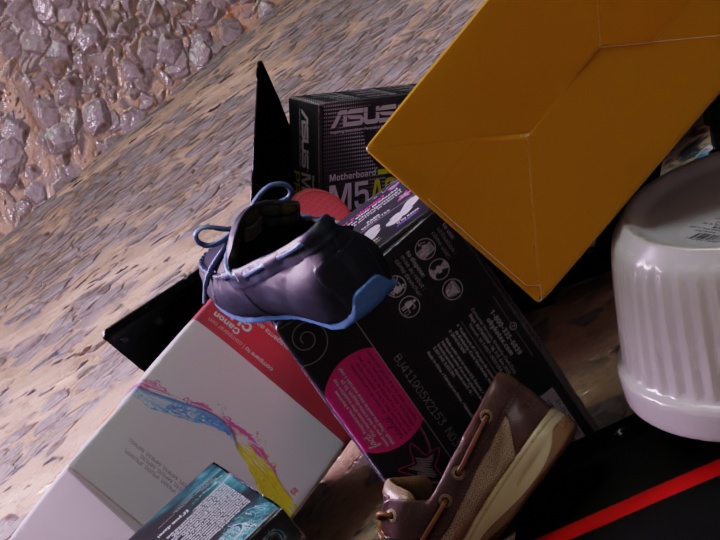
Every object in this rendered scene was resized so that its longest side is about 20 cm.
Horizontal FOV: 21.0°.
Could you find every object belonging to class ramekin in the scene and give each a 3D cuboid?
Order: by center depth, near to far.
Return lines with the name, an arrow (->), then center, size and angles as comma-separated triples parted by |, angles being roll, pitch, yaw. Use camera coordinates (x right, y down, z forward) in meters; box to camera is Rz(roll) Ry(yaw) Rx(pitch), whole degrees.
ramekin -> 0.233, 0.002, 1.082 | 0.198, 0.106, 0.200 | -14, 21, 5

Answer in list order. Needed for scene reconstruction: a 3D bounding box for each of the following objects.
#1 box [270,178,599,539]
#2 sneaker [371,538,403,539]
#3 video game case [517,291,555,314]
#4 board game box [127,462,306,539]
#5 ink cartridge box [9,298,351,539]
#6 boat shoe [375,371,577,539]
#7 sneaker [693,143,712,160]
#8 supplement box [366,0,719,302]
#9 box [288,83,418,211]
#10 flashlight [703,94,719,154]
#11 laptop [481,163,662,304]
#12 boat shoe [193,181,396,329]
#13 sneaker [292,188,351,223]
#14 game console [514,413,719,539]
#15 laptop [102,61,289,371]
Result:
box -> 0.043, 0.061, 1.230 | 0.132, 0.201, 0.115 | -36, 17, -3
sneaker -> 0.011, 0.180, 1.047 | 0.199, 0.086, 0.081 | -16, 35, 40
video game case -> 0.030, 0.046, 1.477 | 0.199, 0.019, 0.142 | -17, 5, -32
board game box -> -0.133, 0.201, 1.146 | 0.200, 0.028, 0.135 | -42, 19, -12
ink cartridge box -> -0.118, 0.145, 1.362 | 0.200, 0.144, 0.145 | -51, 2, -39
boat shoe -> 0.042, 0.147, 1.143 | 0.201, 0.072, 0.072 | -53, -7, 13
sneaker -> 0.236, -0.021, 1.288 | 0.090, 0.079, 0.200 | -37, 16, 6
supplement box -> 0.127, -0.108, 1.162 | 0.198, 0.133, 0.200 | -50, -4, 11
box -> 0.036, -0.062, 1.516 | 0.198, 0.162, 0.044 | -9, 17, -36
flashlight -> 0.319, -0.105, 1.257 | 0.198, 0.068, 0.068 | -13, -26, -22
laptop -> 0.107, -0.035, 1.415 | 0.186, 0.202, 0.116 | -18, 41, -30
boat shoe -> -0.044, -0.016, 1.139 | 0.084, 0.069, 0.199 | -45, 21, -25
sneaker -> 0.000, 0.000, 1.361 | 0.087, 0.073, 0.201 | -62, 34, 36
game console -> 0.169, 0.134, 1.093 | 0.199, 0.031, 0.177 | -29, 24, 27
laptop -> -0.117, -0.031, 1.473 | 0.199, 0.116, 0.187 | -33, -13, -2
